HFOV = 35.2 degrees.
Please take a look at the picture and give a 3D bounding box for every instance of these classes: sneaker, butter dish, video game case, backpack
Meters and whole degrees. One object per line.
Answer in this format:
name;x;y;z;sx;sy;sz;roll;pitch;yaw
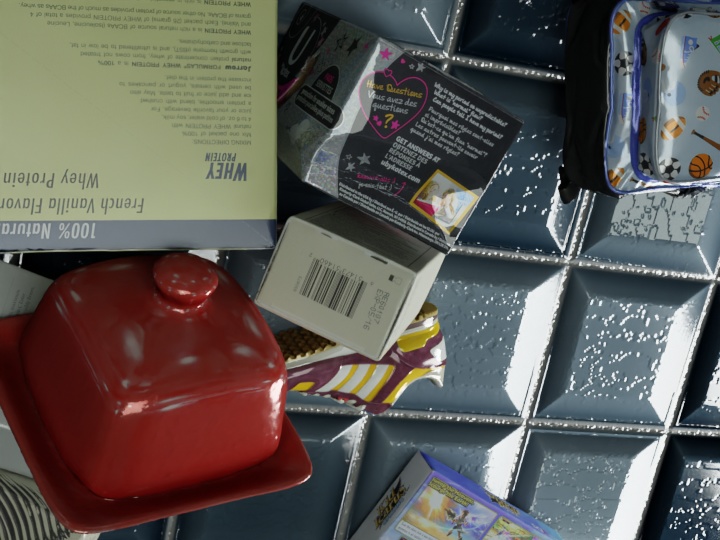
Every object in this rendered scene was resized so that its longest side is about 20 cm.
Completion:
sneaker;-0.017;0.093;0.994;0.200;0.075;0.090;-15;108;-11
butter dish;-0.135;0.053;0.779;0.199;0.200;0.148;-6;134;-37
video game case;0.082;0.297;1.118;0.200;0.045;0.181;34;98;-26
backpack;0.277;-0.152;0.964;0.190;0.154;0.201;-7;109;-26

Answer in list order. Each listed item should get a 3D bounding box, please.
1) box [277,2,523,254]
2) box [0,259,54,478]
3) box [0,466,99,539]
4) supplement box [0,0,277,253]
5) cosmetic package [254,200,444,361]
box;0.007;-0.115;0.854;0.132;0.200;0.115;26;98;-25
box;-0.227;0.093;0.883;0.200;0.097;0.125;24;57;-24
box;-0.307;0.183;0.892;0.200;0.068;0.082;25;97;2
supplement box;-0.168;-0.116;0.809;0.199;0.134;0.200;-1;95;-17
cosmetic package;0.000;0.000;0.883;0.103;0.200;0.073;25;100;8
